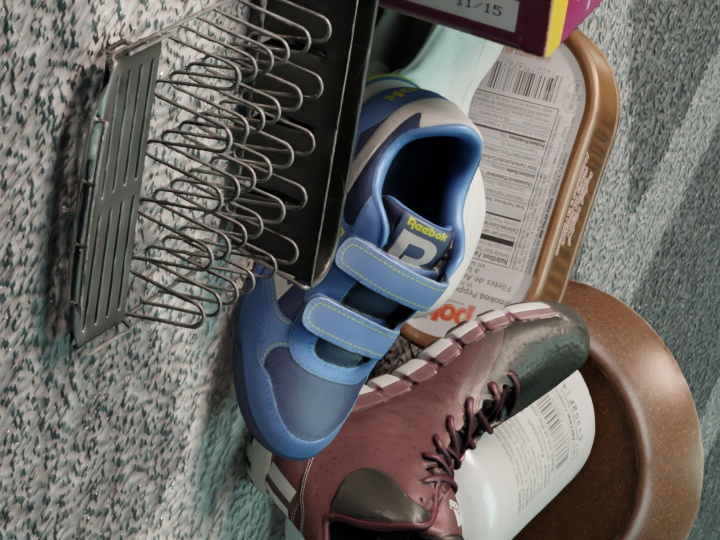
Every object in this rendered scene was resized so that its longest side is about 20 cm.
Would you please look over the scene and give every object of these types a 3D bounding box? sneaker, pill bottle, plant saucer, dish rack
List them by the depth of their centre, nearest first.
[{"bbox_3d":[-0.063,-0.047,1.120,0.200,0.054,0.154,-35,138,-60],"label":"dish rack"},{"bbox_3d":[0.000,0.000,1.254,0.074,0.082,0.200,22,87,-36],"label":"sneaker"},{"bbox_3d":[0.050,0.098,1.331,0.200,0.116,0.076,-24,137,-11],"label":"sneaker"},{"bbox_3d":[0.022,-0.074,1.333,0.088,0.075,0.201,-1,101,-57],"label":"sneaker"},{"bbox_3d":[0.044,0.116,1.460,0.200,0.114,0.115,-37,140,-52],"label":"pill bottle"},{"bbox_3d":[0.118,0.106,1.563,0.034,0.200,0.201,-14,121,-46],"label":"plant saucer"}]

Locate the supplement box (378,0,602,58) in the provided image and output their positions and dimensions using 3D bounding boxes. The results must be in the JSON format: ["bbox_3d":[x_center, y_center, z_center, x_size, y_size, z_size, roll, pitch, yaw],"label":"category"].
[{"bbox_3d":[0.075,-0.200,1.259,0.200,0.131,0.103,-45,148,-53],"label":"supplement box"}]

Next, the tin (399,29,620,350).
[{"bbox_3d":[0.071,-0.048,1.410,0.042,0.112,0.201,24,83,-61],"label":"tin"}]
